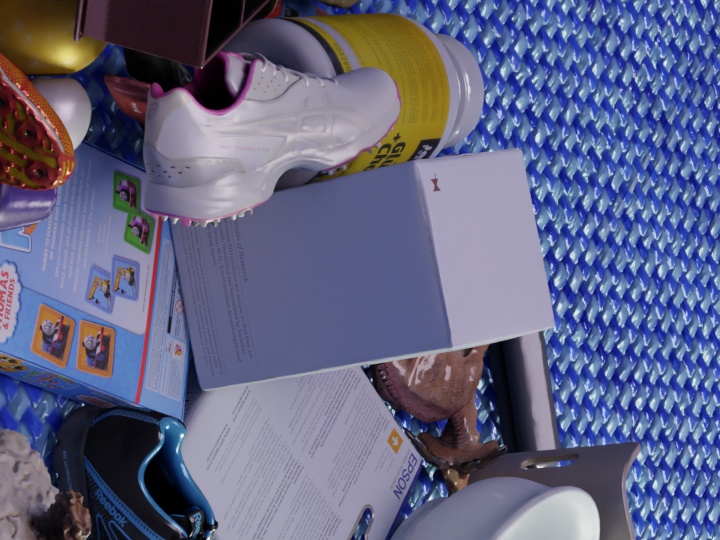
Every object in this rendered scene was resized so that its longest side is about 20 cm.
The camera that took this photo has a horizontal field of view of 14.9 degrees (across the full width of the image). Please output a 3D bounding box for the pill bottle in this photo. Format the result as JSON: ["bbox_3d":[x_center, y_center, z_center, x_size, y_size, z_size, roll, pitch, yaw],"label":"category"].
[{"bbox_3d":[-0.005,-0.114,1.824,0.200,0.112,0.112,-10,92,-53],"label":"pill bottle"}]

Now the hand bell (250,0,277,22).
[{"bbox_3d":[-0.113,-0.261,1.778,0.104,0.104,0.200,22,55,-49],"label":"hand bell"}]

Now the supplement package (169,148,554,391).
[{"bbox_3d":[0.000,0.000,1.704,0.117,0.200,0.118,-8,88,-52],"label":"supplement package"}]

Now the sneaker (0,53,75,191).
[{"bbox_3d":[-0.228,-0.123,1.527,0.200,0.073,0.077,43,36,9],"label":"sneaker"}]

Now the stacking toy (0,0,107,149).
[{"bbox_3d":[-0.188,-0.164,1.611,0.146,0.146,0.200,-3,94,-53],"label":"stacking toy"}]

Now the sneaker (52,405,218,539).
[{"bbox_3d":[-0.126,0.178,1.669,0.073,0.082,0.200,-33,111,-52],"label":"sneaker"}]

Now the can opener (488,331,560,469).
[{"bbox_3d":[0.098,0.051,2.028,0.067,0.053,0.200,-10,93,-21],"label":"can opener"}]

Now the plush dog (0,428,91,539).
[{"bbox_3d":[-0.248,0.125,1.488,0.172,0.160,0.200,32,53,-14],"label":"plush dog"}]

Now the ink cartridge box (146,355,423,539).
[{"bbox_3d":[-0.051,0.128,1.809,0.200,0.043,0.196,58,41,-30],"label":"ink cartridge box"}]

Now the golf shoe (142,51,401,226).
[{"bbox_3d":[-0.051,-0.096,1.638,0.200,0.075,0.092,-29,117,-42],"label":"golf shoe"}]

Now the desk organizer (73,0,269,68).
[{"bbox_3d":[-0.090,-0.189,1.596,0.200,0.077,0.072,-54,158,-60],"label":"desk organizer"}]

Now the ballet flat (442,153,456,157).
[{"bbox_3d":[0.045,-0.046,1.910,0.200,0.070,0.065,-24,130,-60],"label":"ballet flat"}]

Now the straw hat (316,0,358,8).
[{"bbox_3d":[-0.024,-0.226,1.864,0.085,0.201,0.201,-46,133,6],"label":"straw hat"}]

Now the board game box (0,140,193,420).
[{"bbox_3d":[-0.177,-0.003,1.670,0.200,0.037,0.152,26,63,-48],"label":"board game box"}]

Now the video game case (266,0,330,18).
[{"bbox_3d":[-0.019,-0.103,1.912,0.200,0.017,0.143,28,63,-48],"label":"video game case"}]

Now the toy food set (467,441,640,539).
[{"bbox_3d":[0.159,0.227,1.985,0.060,0.143,0.200,-22,101,-52],"label":"toy food set"}]

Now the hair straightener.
[{"bbox_3d":[-0.118,-0.122,1.700,0.200,0.041,0.077,58,45,-76],"label":"hair straightener"}]

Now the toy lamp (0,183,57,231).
[{"bbox_3d":[-0.260,-0.051,1.529,0.200,0.058,0.058,5,80,-39],"label":"toy lamp"}]

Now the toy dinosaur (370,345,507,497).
[{"bbox_3d":[0.045,0.078,1.916,0.200,0.086,0.136,30,67,-41],"label":"toy dinosaur"}]

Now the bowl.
[{"bbox_3d":[0.070,0.217,1.884,0.201,0.090,0.201,-37,144,-34],"label":"bowl"}]
